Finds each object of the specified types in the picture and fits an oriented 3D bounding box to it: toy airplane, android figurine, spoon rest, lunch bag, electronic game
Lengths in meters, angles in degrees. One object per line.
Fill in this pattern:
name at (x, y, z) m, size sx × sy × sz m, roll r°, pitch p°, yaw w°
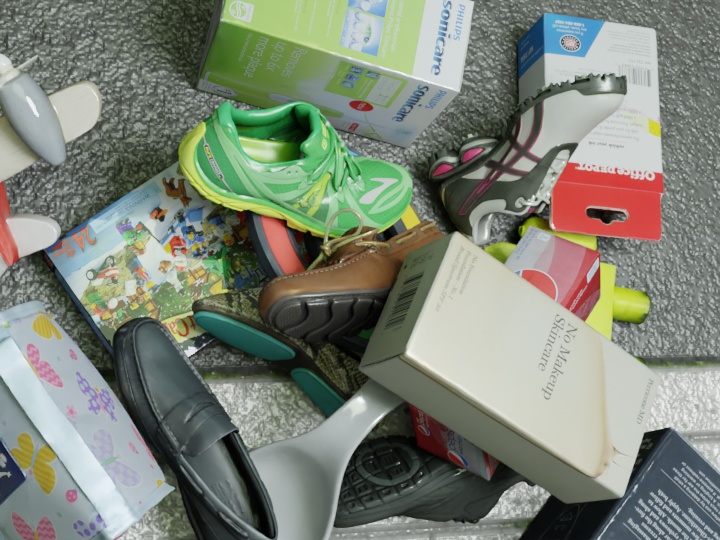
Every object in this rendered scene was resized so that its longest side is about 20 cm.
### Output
toy airplane at (-0.312, -0.082, 0.896) m, size 0.197 × 0.141 × 0.202 m, roll 25°, pitch 95°, yaw 8°
android figurine at (0.160, 0.045, 1.058) m, size 0.198 × 0.041 × 0.184 m, roll 13°, pitch 75°, yaw -14°
spoon rest at (-0.036, 0.152, 0.932) m, size 0.099 × 0.061 × 0.200 m, roll 44°, pitch 100°, yaw 12°
lunch bag at (-0.223, 0.122, 0.848) m, size 0.127 × 0.200 × 0.170 m, roll -37°, pitch 90°, yaw -20°
electronic game at (-0.010, -0.024, 0.982) m, size 0.199 × 0.042 × 0.202 m, roll 26°, pitch 46°, yaw -30°

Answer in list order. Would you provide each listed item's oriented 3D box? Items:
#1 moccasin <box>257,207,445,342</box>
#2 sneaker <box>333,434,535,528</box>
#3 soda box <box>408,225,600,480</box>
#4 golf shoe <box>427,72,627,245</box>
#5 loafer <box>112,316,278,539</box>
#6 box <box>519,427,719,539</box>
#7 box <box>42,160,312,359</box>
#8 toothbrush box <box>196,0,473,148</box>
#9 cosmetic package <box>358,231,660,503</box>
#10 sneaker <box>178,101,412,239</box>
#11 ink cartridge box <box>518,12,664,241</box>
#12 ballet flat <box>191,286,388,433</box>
moccasin at (0.001, -0.001, 0.901) m, size 0.200 × 0.074 × 0.078 m, roll -18°, pitch 69°, yaw -40°
sneaker at (0.064, 0.175, 0.983) m, size 0.198 × 0.076 × 0.092 m, roll -19°, pitch 122°, yaw -2°
soda box at (0.118, 0.061, 0.959) m, size 0.069 × 0.064 × 0.201 m, roll 22°, pitch 58°, yaw 26°
golf shoe at (0.149, -0.095, 1.011) m, size 0.077 × 0.199 × 0.089 m, roll -4°, pitch 69°, yaw -47°
loafer at (-0.120, 0.123, 0.905) m, size 0.068 × 0.070 × 0.202 m, roll -27°, pitch 91°, yaw -47°
box at (0.199, 0.241, 0.968) m, size 0.107 × 0.148 × 0.200 m, roll 43°, pitch 71°, yaw -3°
box at (-0.139, -0.013, 0.986) m, size 0.199 × 0.038 × 0.137 m, roll -36°, pitch 89°, yaw -20°
toothbrush box at (-0.025, -0.187, 1.000) m, size 0.198 × 0.146 × 0.087 m, roll 13°, pitch 74°, yaw -13°
cosmetic package at (0.108, 0.073, 0.858) m, size 0.199 × 0.073 × 0.104 m, roll 32°, pitch 65°, yaw -18°
sneaker at (-0.037, -0.077, 0.910) m, size 0.198 × 0.084 × 0.075 m, roll 9°, pitch 52°, yaw -32°
ink cartridge box at (0.208, -0.121, 1.092) m, size 0.115 × 0.067 × 0.203 m, roll 5°, pitch 76°, yaw -15°
ballet flat at (-0.047, 0.056, 0.968) m, size 0.199 × 0.068 × 0.076 m, roll 38°, pitch 62°, yaw -27°
